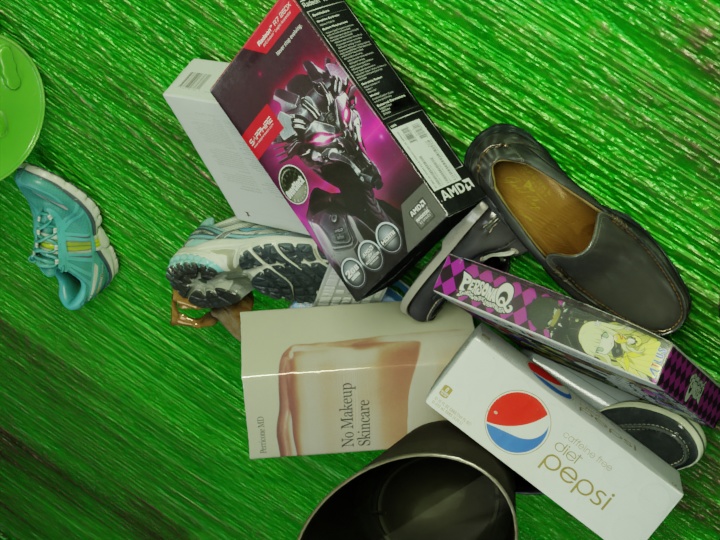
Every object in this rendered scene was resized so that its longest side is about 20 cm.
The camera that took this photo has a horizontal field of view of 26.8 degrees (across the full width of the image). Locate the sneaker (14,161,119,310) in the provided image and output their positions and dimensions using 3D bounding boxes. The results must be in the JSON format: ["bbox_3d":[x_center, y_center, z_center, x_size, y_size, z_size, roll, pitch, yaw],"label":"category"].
[{"bbox_3d":[-0.316,-0.034,1.600,0.077,0.080,0.200,19,148,30],"label":"sneaker"}]

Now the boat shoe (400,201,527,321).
[{"bbox_3d":[0.087,0.000,1.187,0.063,0.073,0.200,38,149,4],"label":"boat shoe"}]

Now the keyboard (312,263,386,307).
[{"bbox_3d":[0.000,0.000,1.224,0.056,0.011,0.200,-3,161,-10],"label":"keyboard"}]

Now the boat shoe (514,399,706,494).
[{"bbox_3d":[0.190,0.153,1.242,0.200,0.062,0.075,-10,119,38],"label":"boat shoe"}]

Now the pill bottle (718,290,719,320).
[{"bbox_3d":[0.277,0.001,0.920,0.112,0.112,0.200,23,150,24],"label":"pill bottle"}]

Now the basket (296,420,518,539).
[{"bbox_3d":[0.054,0.191,1.173,0.136,0.180,0.200,55,-164,2],"label":"basket"}]

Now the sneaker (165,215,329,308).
[{"bbox_3d":[-0.081,-0.025,1.338,0.199,0.086,0.078,-2,139,31],"label":"sneaker"}]

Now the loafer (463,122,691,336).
[{"bbox_3d":[0.152,-0.019,1.055,0.200,0.073,0.072,38,-167,-6],"label":"loafer"}]

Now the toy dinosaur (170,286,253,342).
[{"bbox_3d":[-0.124,0.036,1.415,0.106,0.200,0.061,0,115,-10],"label":"toy dinosaur"}]

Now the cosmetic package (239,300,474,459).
[{"bbox_3d":[-0.001,0.092,1.289,0.199,0.087,0.104,-5,129,-1],"label":"cosmetic package"}]

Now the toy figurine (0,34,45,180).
[{"bbox_3d":[-0.417,-0.195,1.439,0.184,0.150,0.201,23,130,43],"label":"toy figurine"}]

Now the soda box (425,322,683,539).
[{"bbox_3d":[0.150,0.130,1.170,0.200,0.068,0.064,37,-168,1],"label":"soda box"}]

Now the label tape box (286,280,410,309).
[{"bbox_3d":[-0.002,0.066,1.406,0.143,0.066,0.200,37,155,0],"label":"label tape box"}]

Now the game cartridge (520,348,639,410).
[{"bbox_3d":[0.175,0.138,1.344,0.133,0.042,0.200,28,152,8],"label":"game cartridge"}]

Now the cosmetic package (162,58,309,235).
[{"bbox_3d":[-0.046,-0.092,1.220,0.200,0.052,0.151,13,144,37],"label":"cosmetic package"}]

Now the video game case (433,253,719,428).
[{"bbox_3d":[0.169,0.055,1.126,0.181,0.036,0.200,24,177,27],"label":"video game case"}]

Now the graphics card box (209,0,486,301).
[{"bbox_3d":[-0.013,-0.093,1.076,0.200,0.051,0.125,55,135,8],"label":"graphics card box"}]
